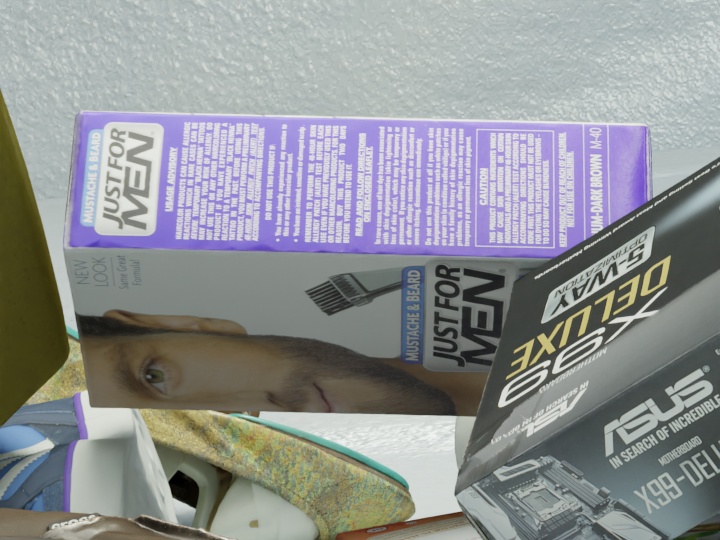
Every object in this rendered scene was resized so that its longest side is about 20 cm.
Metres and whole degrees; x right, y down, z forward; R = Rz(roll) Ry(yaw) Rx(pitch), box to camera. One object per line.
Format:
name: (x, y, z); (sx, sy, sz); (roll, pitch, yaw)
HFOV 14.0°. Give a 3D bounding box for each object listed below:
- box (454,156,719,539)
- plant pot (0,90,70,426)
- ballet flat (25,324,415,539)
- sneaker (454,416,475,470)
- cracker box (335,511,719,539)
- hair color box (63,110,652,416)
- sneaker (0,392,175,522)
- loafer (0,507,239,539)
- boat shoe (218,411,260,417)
box: (0.128, 0.003, 0.875); (0.199, 0.050, 0.158); (-33, 13, 22)
plant pot: (-0.224, 0.001, 1.057); (0.200, 0.177, 0.199); (-45, 28, -25)
ballet flat: (-0.074, 0.084, 1.223); (0.199, 0.071, 0.071); (25, -1, -14)
sneaker: (0.154, 0.059, 1.225); (0.199, 0.081, 0.146); (-5, 0, -42)
cracker box: (0.082, 0.113, 0.929); (0.133, 0.058, 0.200); (-9, 8, -15)
hair color box: (0.000, 0.000, 1.033); (0.199, 0.065, 0.110); (2, -32, 2)
sneaker: (-0.143, 0.112, 1.083); (0.146, 0.081, 0.200); (-21, 17, 1)
loafer: (-0.072, 0.104, 0.933); (0.199, 0.073, 0.071); (12, 21, 15)
boat shoe: (-0.119, 0.086, 1.285); (0.200, 0.072, 0.076); (-34, 17, -27)
